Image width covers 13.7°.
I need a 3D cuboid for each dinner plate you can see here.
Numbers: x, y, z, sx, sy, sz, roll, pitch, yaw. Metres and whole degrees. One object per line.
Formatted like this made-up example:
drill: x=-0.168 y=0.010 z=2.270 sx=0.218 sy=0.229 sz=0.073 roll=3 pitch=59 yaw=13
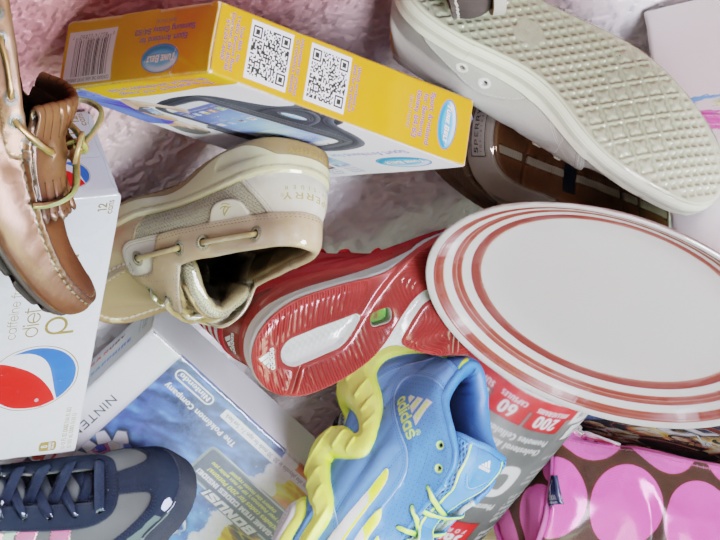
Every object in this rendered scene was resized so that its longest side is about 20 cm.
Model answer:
dinner plate: x=0.131 y=0.019 z=1.552 sx=0.199 sy=0.024 sz=0.201 roll=14 pitch=148 yaw=9

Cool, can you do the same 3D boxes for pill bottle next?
pill bottle: x=0.049 y=0.096 z=1.748 sx=0.113 sy=0.114 sz=0.200 roll=11 pitch=129 yaw=-37

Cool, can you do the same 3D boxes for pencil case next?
pencil case: x=0.185 y=0.147 z=1.811 sx=0.199 sy=0.091 sz=0.094 roll=12 pitch=90 yaw=-21

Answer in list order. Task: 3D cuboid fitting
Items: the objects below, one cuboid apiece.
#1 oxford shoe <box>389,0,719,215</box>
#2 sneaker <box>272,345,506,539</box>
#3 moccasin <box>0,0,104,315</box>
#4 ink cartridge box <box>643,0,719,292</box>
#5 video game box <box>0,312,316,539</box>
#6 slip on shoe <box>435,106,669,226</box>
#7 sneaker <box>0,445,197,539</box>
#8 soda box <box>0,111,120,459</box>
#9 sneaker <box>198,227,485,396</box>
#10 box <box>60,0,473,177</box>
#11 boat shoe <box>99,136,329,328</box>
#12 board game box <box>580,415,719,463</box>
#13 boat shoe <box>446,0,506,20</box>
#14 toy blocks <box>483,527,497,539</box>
oxford shoe: x=0.099 y=-0.092 z=1.541 sx=0.199 sy=0.075 sz=0.058 roll=32 pitch=143 yaw=-2
sneaker: x=0.017 y=0.127 z=1.614 sx=0.105 sy=0.201 sz=0.076 roll=-6 pitch=154 yaw=44
moccasin: x=-0.163 y=-0.073 z=1.427 sx=0.077 sy=0.074 sz=0.203 roll=-19 pitch=106 yaw=-3
ink cartridge box: x=0.232 y=-0.060 z=1.619 sx=0.124 sy=0.201 sz=0.129 roll=-12 pitch=144 yaw=12
video game box: x=-0.108 y=0.142 z=1.698 sx=0.200 sy=0.047 sz=0.182 roll=42 pitch=113 yaw=-16
slip on shoe: x=0.103 y=-0.050 z=1.659 sx=0.060 sy=0.077 sz=0.200 roll=0 pitch=168 yaw=37
sneaker: x=-0.189 y=0.133 z=1.622 sx=0.199 sy=0.070 sz=0.082 roll=-20 pitch=141 yaw=12
soda box: x=-0.177 y=0.012 z=1.569 sx=0.068 sy=0.064 sz=0.201 roll=-6 pitch=137 yaw=-20
sneaker: x=0.000 y=0.000 z=1.633 sx=0.199 sy=0.115 sz=0.079 roll=-12 pitch=118 yaw=-32
box: x=-0.038 y=-0.084 z=1.502 sx=0.199 sy=0.042 sz=0.119 roll=20 pitch=165 yaw=-40
boat shoe: x=-0.086 y=-0.004 z=1.554 sx=0.072 sy=0.065 sz=0.200 roll=14 pitch=152 yaw=-36
board game box: x=0.227 y=0.090 z=1.806 sx=0.199 sy=0.035 sz=0.135 roll=-2 pitch=163 yaw=46
boat shoe: x=0.023 y=-0.193 z=1.438 sx=0.059 sy=0.072 sz=0.200 roll=-23 pitch=137 yaw=-1
toy blocks: x=0.063 y=0.190 z=1.896 sx=0.136 sy=0.100 sz=0.201 roll=1 pitch=136 yaw=-14
